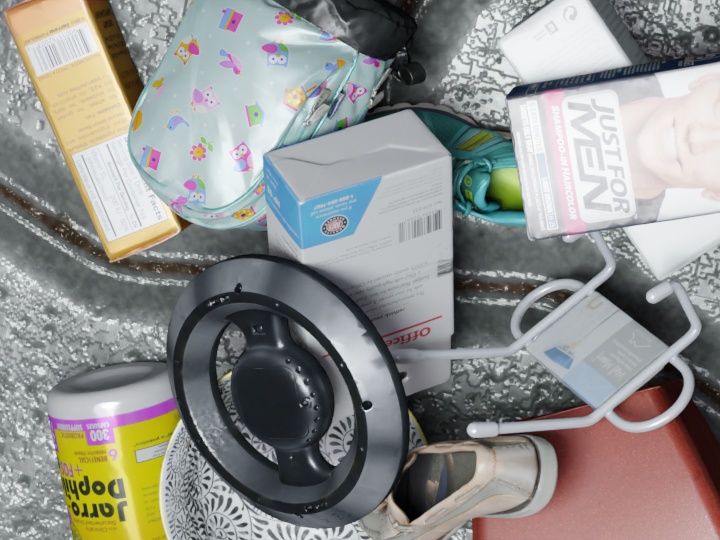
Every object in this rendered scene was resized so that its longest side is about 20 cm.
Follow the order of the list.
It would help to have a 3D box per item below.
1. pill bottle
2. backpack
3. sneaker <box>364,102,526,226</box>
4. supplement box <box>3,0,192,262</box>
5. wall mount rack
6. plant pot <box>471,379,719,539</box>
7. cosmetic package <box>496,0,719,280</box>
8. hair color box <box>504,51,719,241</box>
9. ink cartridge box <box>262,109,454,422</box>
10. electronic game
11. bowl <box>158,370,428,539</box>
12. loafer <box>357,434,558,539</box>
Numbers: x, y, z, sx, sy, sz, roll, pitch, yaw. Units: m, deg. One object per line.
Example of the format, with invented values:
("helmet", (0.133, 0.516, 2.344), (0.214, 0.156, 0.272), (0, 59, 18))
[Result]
("pill bottle", (-0.168, 0.176, 1.642), (0.104, 0.104, 0.200), (-8, 100, 12))
("backpack", (-0.073, -0.125, 1.530), (0.167, 0.127, 0.200), (36, 102, 25))
("sneaker", (0.074, -0.072, 1.556), (0.200, 0.080, 0.078), (10, 104, 9))
("supplement box", (-0.189, -0.112, 1.605), (0.069, 0.067, 0.200), (-19, 99, 11))
("wall mount rack", (0.128, 0.053, 1.483), (0.174, 0.200, 0.075), (-38, 123, -7))
("plant pot", (0.177, 0.179, 1.540), (0.200, 0.200, 0.176), (-16, 86, 13))
("cosmetic package", (0.183, -0.101, 1.518), (0.071, 0.101, 0.200), (-34, 93, 16))
("hair color box", (0.202, -0.086, 1.434), (0.200, 0.061, 0.100), (-9, 100, 11))
("ink cartridge box", (0.000, 0.000, 1.515), (0.116, 0.067, 0.200), (-18, 131, -20))
("electronic game", (-0.052, 0.084, 1.486), (0.200, 0.042, 0.200), (16, 119, 30))
("bowl", (-0.048, 0.156, 1.610), (0.201, 0.094, 0.201), (0, 95, -5))
("loafer", (0.050, 0.144, 1.476), (0.200, 0.063, 0.072), (-24, 60, 52))
